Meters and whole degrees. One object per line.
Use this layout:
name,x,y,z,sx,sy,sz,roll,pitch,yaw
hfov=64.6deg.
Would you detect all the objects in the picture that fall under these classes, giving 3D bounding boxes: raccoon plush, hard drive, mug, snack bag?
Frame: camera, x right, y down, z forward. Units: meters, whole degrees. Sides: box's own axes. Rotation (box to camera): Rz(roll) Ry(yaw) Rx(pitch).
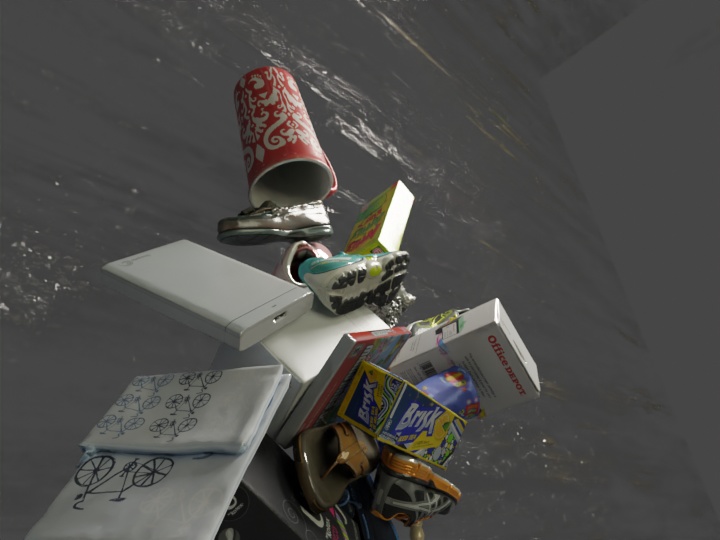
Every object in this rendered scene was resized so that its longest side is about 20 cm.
raccoon plush,0.024,0.098,0.908,0.134,0.095,0.205,30,71,-59
hard drive,-0.168,0.019,0.636,0.197,0.027,0.131,20,25,23
mug,-0.127,-0.198,0.915,0.178,0.131,0.203,64,6,-64
snack bag,-0.175,0.159,0.502,0.201,0.184,0.022,-67,145,-54

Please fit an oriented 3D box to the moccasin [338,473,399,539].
moccasin,-0.015,0.290,0.703,0.202,0.080,0.068,56,41,-1

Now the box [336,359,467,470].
box,0.057,0.177,0.683,0.200,0.063,0.071,42,73,-51

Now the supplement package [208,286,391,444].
supplement package,-0.072,0.107,0.705,0.117,0.118,0.199,40,28,18

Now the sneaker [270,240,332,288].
sneaker,-0.073,-0.004,0.826,0.075,0.105,0.200,43,34,-1

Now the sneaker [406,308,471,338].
sneaker,0.151,0.109,1.059,0.199,0.084,0.076,-22,81,-57

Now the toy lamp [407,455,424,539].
toy lamp,0.076,0.346,0.802,0.058,0.058,0.203,27,44,-39

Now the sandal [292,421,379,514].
sandal,-0.014,0.203,0.625,0.083,0.054,0.199,64,17,20

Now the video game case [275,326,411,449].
video game case,-0.011,0.132,0.683,0.017,0.144,0.199,36,11,20

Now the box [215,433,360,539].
box,-0.094,0.257,0.560,0.201,0.106,0.122,49,2,-15

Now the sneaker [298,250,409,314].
sneaker,0.000,0.000,0.753,0.079,0.079,0.198,30,19,31

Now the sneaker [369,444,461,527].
sneaker,0.065,0.283,0.721,0.200,0.077,0.078,46,66,-47

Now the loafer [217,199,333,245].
loafer,-0.125,-0.073,0.828,0.198,0.071,0.064,-4,81,-47

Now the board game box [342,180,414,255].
board game box,0.031,-0.071,1.022,0.048,0.101,0.202,45,36,-19

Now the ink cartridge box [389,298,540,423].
ink cartridge box,0.168,0.158,0.922,0.146,0.198,0.084,56,25,-13

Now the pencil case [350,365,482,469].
pencil case,0.081,0.211,0.825,0.197,0.088,0.078,-20,51,-24
